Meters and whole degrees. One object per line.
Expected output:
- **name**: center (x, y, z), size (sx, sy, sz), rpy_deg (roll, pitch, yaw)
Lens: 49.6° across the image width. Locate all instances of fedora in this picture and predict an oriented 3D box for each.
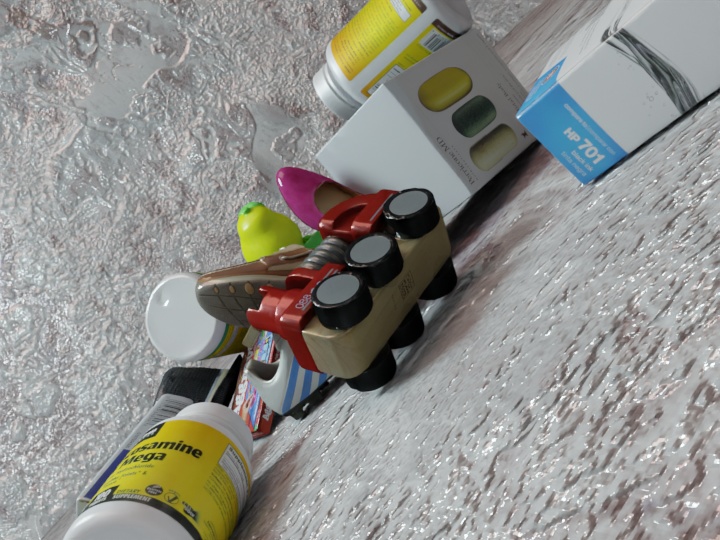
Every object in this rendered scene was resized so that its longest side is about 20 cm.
- **fedora**: center (-0.229, 0.183, 1.037), size (0.201, 0.091, 0.201), rpy_deg (-157, 90, -87)

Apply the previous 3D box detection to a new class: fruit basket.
- **fruit basket**: center (-0.123, -0.011, 1.231), size (0.216, 0.216, 0.156), rpy_deg (-50, 0, -30)

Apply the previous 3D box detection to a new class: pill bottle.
- **pill bottle**: center (-0.187, 0.059, 1.046), size (0.113, 0.113, 0.200), rpy_deg (-44, -13, 14)
- **pill bottle**: center (-0.158, 0.195, 0.662), size (0.112, 0.112, 0.200), rpy_deg (-44, 7, 18)
- **pill bottle**: center (0.034, -0.279, 0.969), size (0.200, 0.109, 0.109), rpy_deg (-37, 10, 31)

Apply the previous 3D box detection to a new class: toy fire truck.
- **toy fire truck**: center (-0.032, 0.015, 0.713), size (0.200, 0.129, 0.176), rpy_deg (10, 46, 35)

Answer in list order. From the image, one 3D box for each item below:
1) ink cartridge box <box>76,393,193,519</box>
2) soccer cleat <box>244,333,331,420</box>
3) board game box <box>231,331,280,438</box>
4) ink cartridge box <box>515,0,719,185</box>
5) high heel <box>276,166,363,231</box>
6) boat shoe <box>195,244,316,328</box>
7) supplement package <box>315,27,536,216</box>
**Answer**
- **ink cartridge box**: center (-0.227, 0.260, 0.797), size (0.196, 0.043, 0.200), rpy_deg (-66, -16, -68)
- **soccer cleat**: center (-0.036, 0.066, 0.785), size (0.200, 0.086, 0.070), rpy_deg (-44, 7, 14)
- **board game box**: center (-0.118, 0.104, 0.946), size (0.103, 0.019, 0.200), rpy_deg (-31, 44, 56)
- **ink cartridge box**: center (0.230, -0.178, 0.593), size (0.200, 0.086, 0.146), rpy_deg (-38, 11, 42)
- **high heel**: center (0.000, -0.072, 0.842), size (0.067, 0.200, 0.096), rpy_deg (-59, -1, -33)
- **boat shoe**: center (-0.072, 0.012, 0.823), size (0.072, 0.200, 0.076), rpy_deg (-102, 14, -46)
- **supplement package**: center (0.088, -0.152, 0.910), size (0.200, 0.152, 0.151), rpy_deg (-40, 2, -41)
